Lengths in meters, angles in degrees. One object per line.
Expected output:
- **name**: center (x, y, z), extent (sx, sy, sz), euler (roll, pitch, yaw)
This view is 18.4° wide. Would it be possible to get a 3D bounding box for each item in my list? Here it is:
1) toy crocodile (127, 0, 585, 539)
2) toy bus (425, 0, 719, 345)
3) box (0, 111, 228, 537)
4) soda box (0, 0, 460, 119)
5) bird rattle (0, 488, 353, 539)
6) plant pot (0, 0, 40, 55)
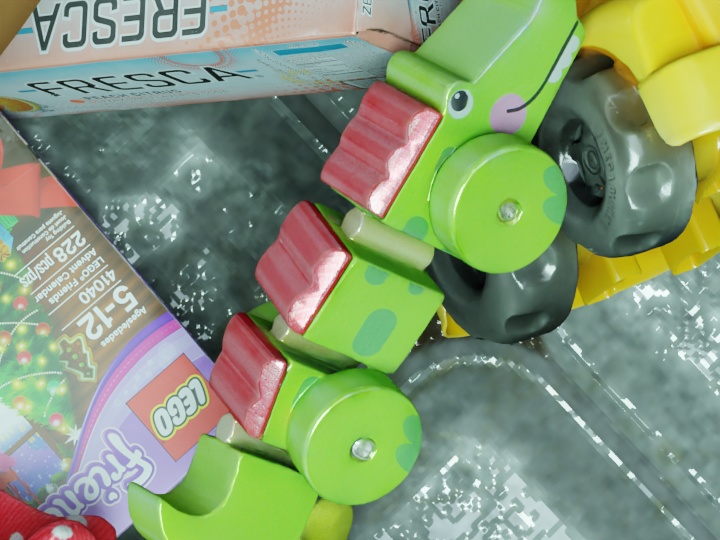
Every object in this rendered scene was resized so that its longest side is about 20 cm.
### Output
- **toy crocodile**: center (0.000, 0.000, 0.643), extent (0.062, 0.068, 0.201), euler (25, 100, -34)
- **toy bus**: center (0.082, -0.092, 0.721), extent (0.135, 0.200, 0.193), euler (-16, 79, -24)
- **box**: center (-0.153, 0.062, 0.747), extent (0.200, 0.039, 0.137), euler (-41, 90, -11)
- **soda box**: center (-0.066, -0.092, 0.712), extent (0.199, 0.063, 0.069), euler (-2, 80, 31)
- **bird rattle**: center (-0.054, 0.151, 0.693), extent (0.199, 0.113, 0.164), euler (-1, 96, -27)
- **plant pot**: center (-0.169, -0.110, 0.627), extent (0.200, 0.200, 0.140), euler (44, 46, 0)
